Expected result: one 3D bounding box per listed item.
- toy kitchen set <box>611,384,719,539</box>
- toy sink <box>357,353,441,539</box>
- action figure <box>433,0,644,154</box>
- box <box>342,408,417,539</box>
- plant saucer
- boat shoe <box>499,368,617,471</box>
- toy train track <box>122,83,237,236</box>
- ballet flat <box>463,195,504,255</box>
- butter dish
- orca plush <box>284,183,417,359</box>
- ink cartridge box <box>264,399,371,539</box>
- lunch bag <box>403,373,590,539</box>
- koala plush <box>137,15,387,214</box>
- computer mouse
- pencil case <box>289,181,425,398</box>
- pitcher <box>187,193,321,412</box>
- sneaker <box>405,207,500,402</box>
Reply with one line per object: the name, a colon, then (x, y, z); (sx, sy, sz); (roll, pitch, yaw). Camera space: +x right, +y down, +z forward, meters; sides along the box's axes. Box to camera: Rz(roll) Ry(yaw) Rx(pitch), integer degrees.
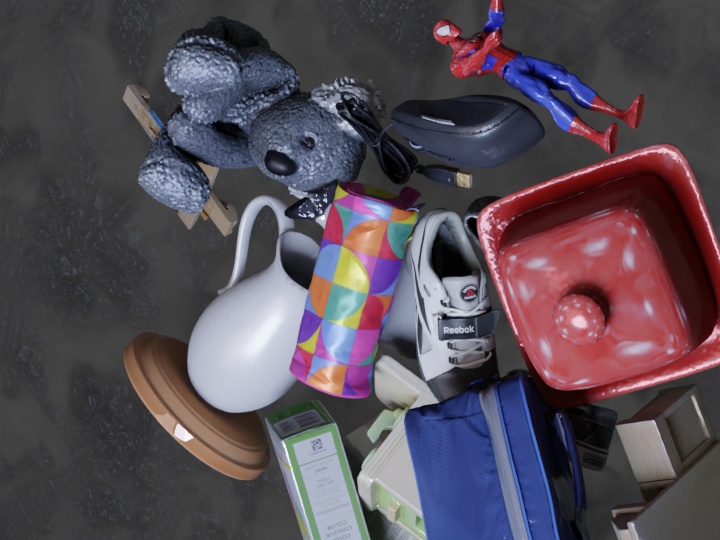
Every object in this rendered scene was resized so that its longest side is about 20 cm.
toy kitchen set: (0.226, 0.235, 1.341); (0.180, 0.163, 0.201); (-16, 99, 44)
toy sink: (0.066, 0.194, 1.444); (0.200, 0.112, 0.130); (36, 164, 13)
action figure: (0.143, -0.185, 1.277); (0.199, 0.065, 0.099); (29, 145, 27)
box: (0.057, 0.251, 1.552); (0.200, 0.078, 0.095); (45, 132, 15)
plant saucer: (-0.170, 0.140, 1.629); (0.032, 0.200, 0.200); (-45, 77, 12)
boat shoe: (0.158, 0.128, 1.424); (0.199, 0.071, 0.064); (19, 89, 43)
toy train track: (-0.187, -0.123, 1.622); (0.200, 0.032, 0.115); (52, 141, 17)
ballet flat: (0.155, 0.023, 1.375); (0.066, 0.057, 0.201); (-37, 86, 43)
butter dish: (0.196, 0.022, 1.255); (0.199, 0.148, 0.200); (-19, 97, 25)
orca plush: (0.000, 0.000, 1.480); (0.200, 0.105, 0.071); (39, -179, -21)
ink cartridge box: (-0.032, 0.238, 1.493); (0.104, 0.059, 0.201); (-146, 39, -76)
lunch bag: (0.126, 0.185, 1.290); (0.132, 0.136, 0.201); (-17, 67, 14)
koala plush: (-0.080, -0.140, 1.455); (0.199, 0.184, 0.178); (22, 121, 6)
computer mouse: (0.079, -0.102, 1.348); (0.199, 0.046, 0.140); (6, 155, 33)
pencil case: (-0.003, 0.016, 1.401); (0.088, 0.088, 0.201); (24, 101, 31)
pitcher: (-0.107, 0.037, 1.580); (0.200, 0.121, 0.172); (-49, 57, 32)
sneaker: (0.086, 0.040, 1.382); (0.089, 0.074, 0.201); (127, 129, -75)
